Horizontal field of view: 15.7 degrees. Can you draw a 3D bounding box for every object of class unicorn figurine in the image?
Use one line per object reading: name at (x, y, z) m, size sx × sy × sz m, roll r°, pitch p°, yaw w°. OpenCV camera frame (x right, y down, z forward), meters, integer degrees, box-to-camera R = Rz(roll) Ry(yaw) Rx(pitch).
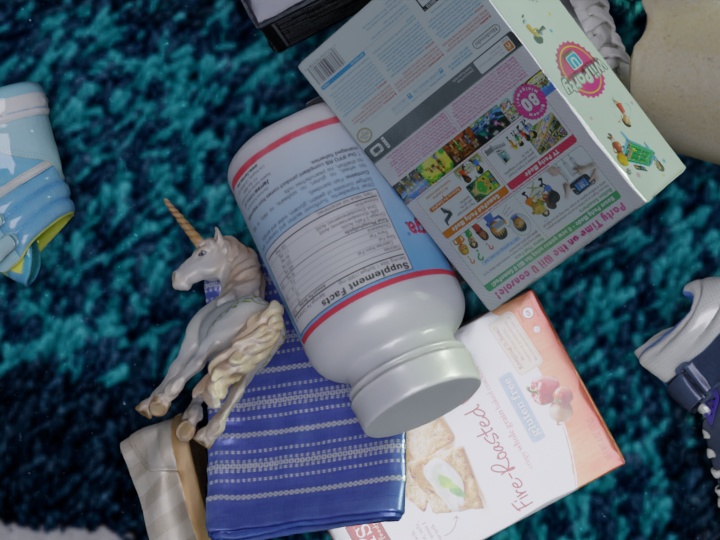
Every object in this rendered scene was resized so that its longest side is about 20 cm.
unicorn figurine at (-0.094, 0.042, 1.698) m, size 0.074 × 0.200 × 0.138 m, roll 37°, pitch 80°, yaw -30°

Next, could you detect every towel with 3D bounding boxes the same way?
towel at (-0.040, 0.077, 1.727) m, size 0.144 × 0.024 × 0.201 m, roll -9°, pitch 70°, yaw 22°

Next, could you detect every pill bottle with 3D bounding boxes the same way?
pill bottle at (0.000, 0.000, 1.666) m, size 0.109 × 0.109 × 0.200 m, roll -26°, pitch 72°, yaw 2°

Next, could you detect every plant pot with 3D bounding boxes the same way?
plant pot at (0.274, -0.135, 1.698) m, size 0.183 × 0.200 × 0.201 m, roll 9°, pitch 91°, yaw 12°

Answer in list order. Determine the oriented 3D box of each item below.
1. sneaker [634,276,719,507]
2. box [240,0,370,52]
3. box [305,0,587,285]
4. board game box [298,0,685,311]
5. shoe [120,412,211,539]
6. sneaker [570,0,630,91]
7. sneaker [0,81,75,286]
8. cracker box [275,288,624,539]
sneaker at (0.248, 0.102, 1.758) m, size 0.146 × 0.081 × 0.201 m, roll 25°, pitch 115°, yaw 26°
box at (0.000, -0.244, 1.686) m, size 0.200 × 0.198 × 0.123 m, roll -28°, pitch 90°, yaw 1°
box at (0.077, -0.081, 1.710) m, size 0.200 × 0.048 × 0.159 m, roll -26°, pitch 89°, yaw 38°
board game box at (0.080, -0.096, 1.614) m, size 0.147 × 0.064 × 0.200 m, roll -36°, pitch 91°, yaw 40°
shoe at (-0.115, 0.199, 1.763) m, size 0.053 × 0.070 × 0.201 m, roll -14°, pitch 83°, yaw 2°
sneaker at (0.143, -0.150, 1.732) m, size 0.081 × 0.076 × 0.201 m, roll 10°, pitch 101°, yaw 39°
sneaker at (-0.286, -0.034, 1.757) m, size 0.200 × 0.080 × 0.131 m, roll -23°, pitch 89°, yaw 3°
cracker box at (0.060, 0.117, 1.761) m, size 0.200 × 0.058 × 0.134 m, roll -29°, pitch 89°, yaw 2°
